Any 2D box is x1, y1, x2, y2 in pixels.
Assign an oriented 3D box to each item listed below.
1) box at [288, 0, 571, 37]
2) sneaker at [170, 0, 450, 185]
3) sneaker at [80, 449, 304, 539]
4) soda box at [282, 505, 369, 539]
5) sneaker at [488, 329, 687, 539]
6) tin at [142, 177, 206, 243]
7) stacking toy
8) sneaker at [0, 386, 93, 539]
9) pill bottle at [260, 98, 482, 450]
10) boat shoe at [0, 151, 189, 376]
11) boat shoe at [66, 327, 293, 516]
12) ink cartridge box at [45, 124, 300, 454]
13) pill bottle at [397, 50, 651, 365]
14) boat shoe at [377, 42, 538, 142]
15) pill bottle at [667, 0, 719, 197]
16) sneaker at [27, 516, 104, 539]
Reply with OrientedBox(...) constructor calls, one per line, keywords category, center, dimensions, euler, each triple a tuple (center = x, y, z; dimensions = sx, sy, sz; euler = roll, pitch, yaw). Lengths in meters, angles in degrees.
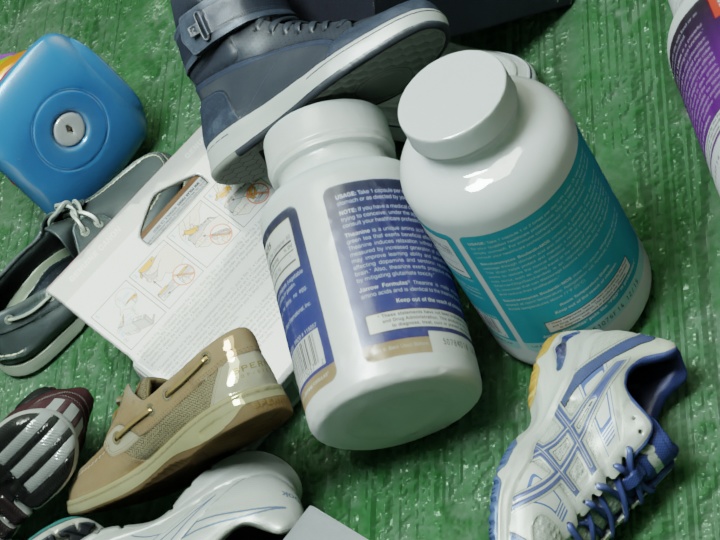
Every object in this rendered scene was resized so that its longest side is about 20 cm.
OrientedBox(category="box", center=(0.019, -0.233, 1.665), dimensions=(0.199, 0.105, 0.181), euler=(-20, 30, -40))
OrientedBox(category="sneaker", center=(-0.041, -0.163, 1.547), dimensions=(0.202, 0.077, 0.147), euler=(-28, 69, 33))
OrientedBox(category="sneaker", center=(-0.118, 0.186, 1.453), dimensions=(0.200, 0.075, 0.087), euler=(-37, 24, 0))
OrientedBox(category="soda box", center=(0.027, 0.210, 1.360), dimensions=(0.199, 0.064, 0.068), euler=(25, 70, 44))
OrientedBox(category="sneaker", center=(0.133, 0.113, 1.372), dimensions=(0.088, 0.075, 0.201), euler=(-5, 51, 29))
OrientedBox(category="tin", center=(-0.094, -0.021, 1.665), dimensions=(0.112, 0.042, 0.200), euler=(29, 71, 40))
OrientedBox(category="stacking toy", center=(-0.257, -0.123, 1.817), dimensions=(0.110, 0.116, 0.200), euler=(-51, 30, -9))
OrientedBox(category="sneaker", center=(-0.243, 0.146, 1.600), dimensions=(0.200, 0.076, 0.116), euler=(-38, 8, 24))
OrientedBox(category="pill bottle", center=(0.000, 0.000, 1.489), dimensions=(0.110, 0.111, 0.201), euler=(-21, 64, 14))
OrientedBox(category="boat shoe", center=(-0.199, -0.016, 1.706), dimensions=(0.073, 0.062, 0.200), euler=(26, 69, 44))
OrientedBox(category="boat shoe", center=(-0.119, 0.097, 1.500), dimensions=(0.200, 0.071, 0.065), euler=(-32, 74, 38))
OrientedBox(category="ink cartridge box", center=(-0.078, -0.001, 1.592), dimensions=(0.176, 0.045, 0.200), euler=(36, 75, 26))
OrientedBox(category="pill bottle", center=(0.094, -0.040, 1.440), dimensions=(0.110, 0.200, 0.111), euler=(-17, 46, 18))
OrientedBox(category="boat shoe", center=(0.021, -0.131, 1.644), dimensions=(0.198, 0.066, 0.074), euler=(-3, 55, 12))
OrientedBox(category="pill bottle", center=(0.252, -0.120, 1.477), dimensions=(0.111, 0.112, 0.201), euler=(-25, 44, 11))
OrientedBox(category="sneaker", center=(-0.242, 0.223, 1.516), dimensions=(0.200, 0.078, 0.080), euler=(-41, 33, -7))
